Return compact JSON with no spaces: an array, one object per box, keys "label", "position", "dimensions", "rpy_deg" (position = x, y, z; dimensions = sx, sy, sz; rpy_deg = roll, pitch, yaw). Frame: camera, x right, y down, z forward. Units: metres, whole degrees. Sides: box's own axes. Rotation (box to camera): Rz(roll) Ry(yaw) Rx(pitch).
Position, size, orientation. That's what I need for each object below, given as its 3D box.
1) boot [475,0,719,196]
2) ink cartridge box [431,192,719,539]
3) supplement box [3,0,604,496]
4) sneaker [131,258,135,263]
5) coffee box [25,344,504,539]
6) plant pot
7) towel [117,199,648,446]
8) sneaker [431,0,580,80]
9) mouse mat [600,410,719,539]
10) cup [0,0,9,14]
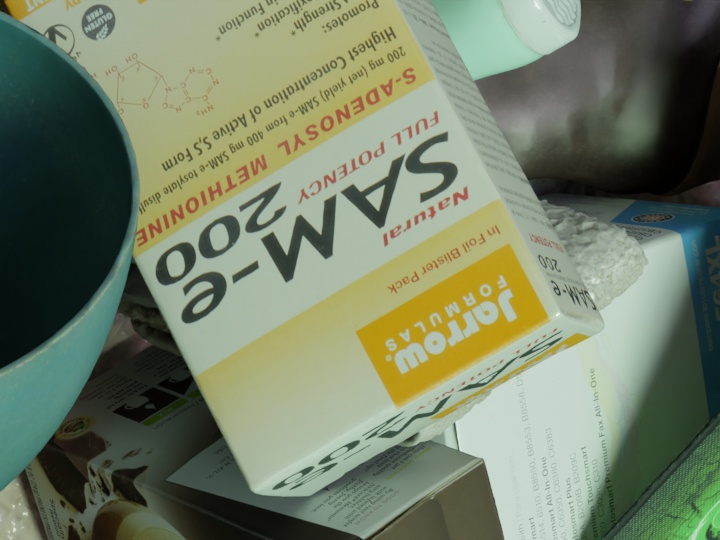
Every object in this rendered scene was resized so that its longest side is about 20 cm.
[{"label":"boot","position":[0.109,-0.132,1.319],"dimensions":[0.166,0.072,0.201],"rpy_deg":[-2,88,-32]},{"label":"ink cartridge box","position":[0.056,0.053,1.258],"dimensions":[0.200,0.128,0.126],"rpy_deg":[-17,105,-36]},{"label":"supplement box","position":[-0.020,-0.037,1.044],"dimensions":[0.200,0.126,0.074],"rpy_deg":[62,12,12]},{"label":"sneaker","position":[-0.033,-0.090,1.157],"dimensions":[0.075,0.200,0.100],"rpy_deg":[47,28,2]},{"label":"coffee box","position":[-0.033,0.112,1.142],"dimensions":[0.080,0.200,0.113],"rpy_deg":[-31,119,-31]},{"label":"plant pot","position":[-0.176,0.018,0.994],"dimensions":[0.200,0.200,0.135],"rpy_deg":[-31,147,-32]},{"label":"towel","position":[0.000,0.000,1.166],"dimensions":[0.132,0.200,0.035],"rpy_deg":[-36,126,-30]},{"label":"sneaker","position":[0.026,-0.151,1.252],"dimensions":[0.074,0.118,0.201],"rpy_deg":[48,31,-37]},{"label":"mouse mat","position":[0.168,0.098,1.237],"dimensions":[0.161,0.008,0.200],"rpy_deg":[11,127,-45]},{"label":"cup","position":[-0.088,-0.191,1.101],"dimensions":[0.200,0.200,0.144],"rpy_deg":[-24,82,-34]}]
